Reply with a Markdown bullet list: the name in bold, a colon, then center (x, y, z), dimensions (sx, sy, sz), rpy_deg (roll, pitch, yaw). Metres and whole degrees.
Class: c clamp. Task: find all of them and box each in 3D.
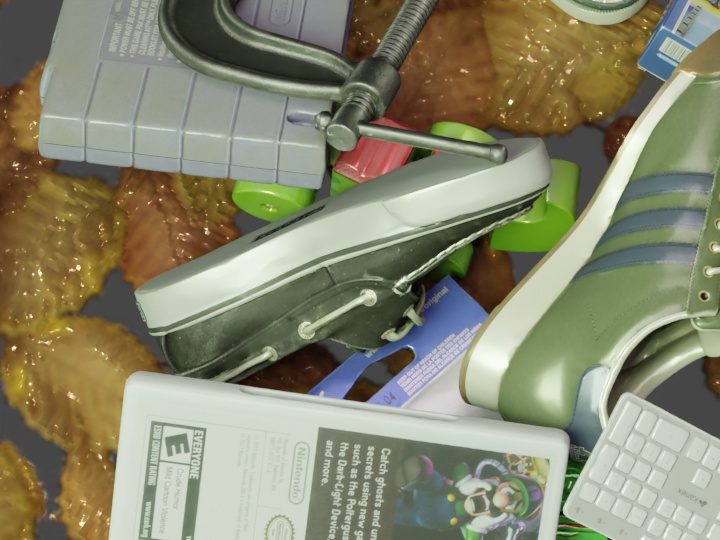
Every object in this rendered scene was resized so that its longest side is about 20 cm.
- **c clamp**: center (0.003, -0.120, 1.244), dimensions (0.170, 0.027, 0.200), rpy_deg (10, 45, 12)

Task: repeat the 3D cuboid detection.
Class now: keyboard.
- **keyboard**: center (0.172, 0.114, 1.179), dimensions (0.200, 0.011, 0.056), rpy_deg (28, 96, -26)

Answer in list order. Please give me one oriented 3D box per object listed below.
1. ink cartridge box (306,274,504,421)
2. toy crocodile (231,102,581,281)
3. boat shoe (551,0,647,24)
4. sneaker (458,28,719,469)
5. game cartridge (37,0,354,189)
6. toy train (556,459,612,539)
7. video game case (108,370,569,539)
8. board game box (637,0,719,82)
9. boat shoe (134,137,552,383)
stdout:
- **ink cartridge box**: center (0.063, 0.111, 1.225), dimensions (0.119, 0.042, 0.200), rpy_deg (-41, 78, -13)
- **toy crocodile**: center (0.002, -0.049, 1.270), dimensions (0.200, 0.062, 0.068), rpy_deg (19, 71, 6)
- **boat shoe**: center (0.060, -0.197, 1.324), dimensions (0.200, 0.062, 0.073), rpy_deg (41, 74, 12)
- **sneaker**: center (0.135, -0.002, 1.183), dimensions (0.090, 0.067, 0.200), rpy_deg (35, 85, 29)
- **game cartridge**: center (-0.068, -0.116, 1.269), dimensions (0.129, 0.038, 0.200), rpy_deg (4, 43, 5)
- **toy train**: center (0.036, 0.106, 1.188), dimensions (0.200, 0.042, 0.057), rpy_deg (4, 81, 0)
- **video game case**: center (-0.017, 0.150, 1.165), dimensions (0.181, 0.023, 0.200), rpy_deg (8, 103, 2)
- **board game box**: center (0.240, -0.098, 1.274), dimensions (0.200, 0.034, 0.135), rpy_deg (31, 58, 0)
- **boat shoe**: center (0.000, 0.000, 1.222), dimensions (0.200, 0.071, 0.064), rpy_deg (-22, 100, 24)
